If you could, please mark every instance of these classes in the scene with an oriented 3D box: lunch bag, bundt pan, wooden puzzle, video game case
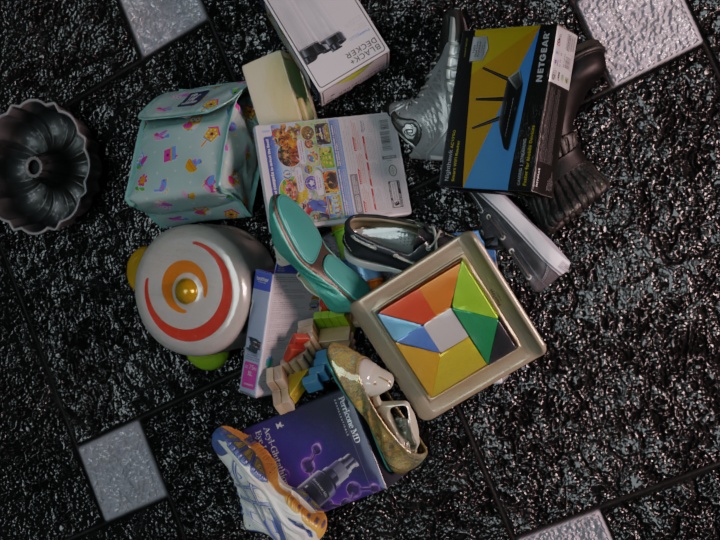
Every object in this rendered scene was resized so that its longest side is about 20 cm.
[{"bbox_3d":[-0.228,-0.177,1.444,0.168,0.122,0.203,-4,67,26],"label":"lunch bag"},{"bbox_3d":[-0.476,-0.156,1.558,0.199,0.076,0.205,1,93,19],"label":"bundt pan"},{"bbox_3d":[0.108,0.076,1.299,0.199,0.037,0.186,-31,97,19],"label":"wooden puzzle"},{"bbox_3d":[-0.037,-0.133,1.373,0.197,0.018,0.145,-8,84,-17],"label":"video game case"}]

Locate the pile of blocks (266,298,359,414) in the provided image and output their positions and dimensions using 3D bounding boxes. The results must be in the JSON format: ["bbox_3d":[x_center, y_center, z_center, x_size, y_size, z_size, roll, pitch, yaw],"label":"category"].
[{"bbox_3d":[-0.060,0.099,1.380,0.081,0.062,0.201,14,61,32],"label":"pile of blocks"}]

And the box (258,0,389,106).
[{"bbox_3d":[-0.056,-0.343,1.395,0.116,0.060,0.202,-29,82,-4],"label":"box"}]

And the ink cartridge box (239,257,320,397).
[{"bbox_3d":[-0.104,0.069,1.414,0.042,0.119,0.203,14,98,35],"label":"ink cartridge box"}]

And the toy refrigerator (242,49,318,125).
[{"bbox_3d":[-0.094,-0.197,1.424,0.069,0.076,0.203,-18,86,18],"label":"toy refrigerator"}]

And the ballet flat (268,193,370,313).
[{"bbox_3d":[-0.070,-0.012,1.330,0.070,0.068,0.200,-24,121,35],"label":"ballet flat"}]

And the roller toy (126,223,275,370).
[{"bbox_3d":[-0.220,0.024,1.442,0.182,0.140,0.201,-35,80,16],"label":"roller toy"}]

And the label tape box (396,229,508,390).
[{"bbox_3d":[0.115,0.052,1.368,0.142,0.063,0.203,-6,90,19],"label":"label tape box"}]

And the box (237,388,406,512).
[{"bbox_3d":[-0.057,0.253,1.414,0.198,0.104,0.150,-25,83,19],"label":"box"}]

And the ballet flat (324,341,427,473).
[{"bbox_3d":[0.027,0.172,1.335,0.070,0.071,0.202,-26,100,18],"label":"ballet flat"}]

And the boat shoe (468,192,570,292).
[{"bbox_3d":[0.186,-0.049,1.314,0.066,0.070,0.200,-48,58,13],"label":"boat shoe"}]

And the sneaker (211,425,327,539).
[{"bbox_3d":[-0.139,0.298,1.350,0.200,0.075,0.088,45,105,13],"label":"sneaker"}]

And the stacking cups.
[{"bbox_3d":[0.000,0.000,1.405,0.060,0.060,0.203,-16,85,19],"label":"stacking cups"}]

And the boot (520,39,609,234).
[{"bbox_3d":[0.269,-0.167,1.295,0.211,0.079,0.158,-47,70,26],"label":"boot"}]

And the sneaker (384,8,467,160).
[{"bbox_3d":[0.086,-0.243,1.359,0.114,0.075,0.203,1,93,18],"label":"sneaker"}]

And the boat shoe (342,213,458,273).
[{"bbox_3d":[0.072,-0.030,1.326,0.197,0.061,0.076,5,50,6],"label":"boat shoe"}]

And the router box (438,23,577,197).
[{"bbox_3d":[0.180,-0.195,1.264,0.148,0.051,0.203,7,88,45],"label":"router box"}]
